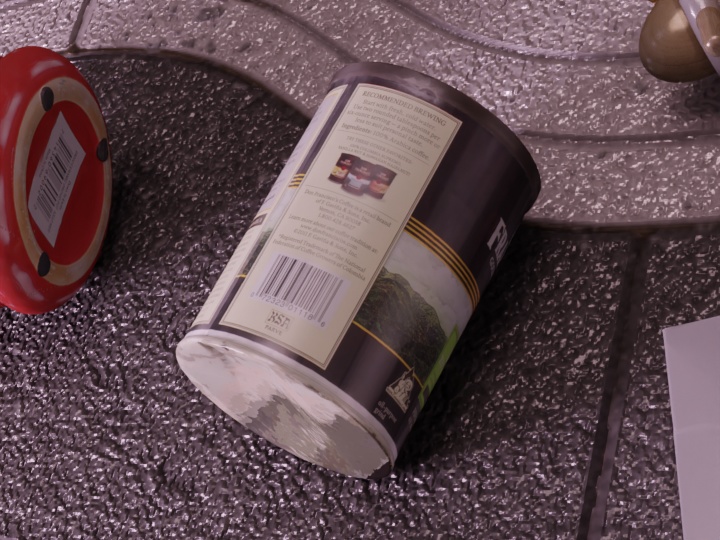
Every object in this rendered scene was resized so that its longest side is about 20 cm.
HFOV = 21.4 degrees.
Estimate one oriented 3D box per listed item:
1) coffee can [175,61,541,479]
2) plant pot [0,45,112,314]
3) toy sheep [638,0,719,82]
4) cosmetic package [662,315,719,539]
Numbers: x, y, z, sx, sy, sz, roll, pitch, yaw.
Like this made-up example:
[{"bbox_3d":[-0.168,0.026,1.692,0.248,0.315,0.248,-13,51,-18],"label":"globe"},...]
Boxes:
[{"bbox_3d":[0.000,0.000,1.131,0.145,0.147,0.201,15,65,35],"label":"coffee can"},{"bbox_3d":[-0.277,-0.059,1.298,0.180,0.201,0.202,3,58,19],"label":"plant pot"},{"bbox_3d":[0.256,-0.171,1.128,0.198,0.138,0.139,-24,49,16],"label":"toy sheep"},{"bbox_3d":[0.220,0.118,0.969,0.106,0.090,0.202,-12,49,20],"label":"cosmetic package"}]
